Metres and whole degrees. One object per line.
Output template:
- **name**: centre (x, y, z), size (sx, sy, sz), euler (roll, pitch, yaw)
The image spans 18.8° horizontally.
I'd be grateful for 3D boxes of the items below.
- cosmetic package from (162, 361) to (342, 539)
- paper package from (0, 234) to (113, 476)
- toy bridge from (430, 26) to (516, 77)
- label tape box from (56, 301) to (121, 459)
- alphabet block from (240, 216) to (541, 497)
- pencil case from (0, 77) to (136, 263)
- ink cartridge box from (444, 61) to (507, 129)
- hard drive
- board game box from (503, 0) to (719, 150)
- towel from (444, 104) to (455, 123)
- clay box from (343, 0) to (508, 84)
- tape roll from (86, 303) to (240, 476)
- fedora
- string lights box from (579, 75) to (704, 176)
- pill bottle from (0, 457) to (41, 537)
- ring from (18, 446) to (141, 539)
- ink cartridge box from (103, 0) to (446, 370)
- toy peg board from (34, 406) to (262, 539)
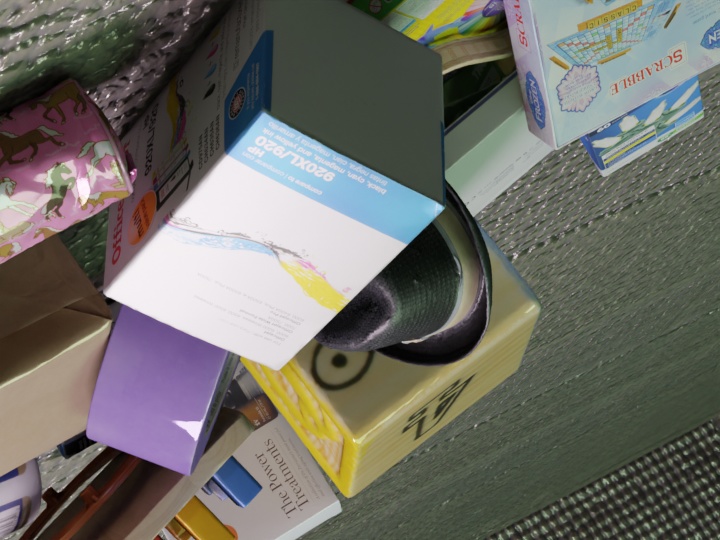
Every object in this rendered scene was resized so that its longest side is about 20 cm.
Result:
- **cosmetic package**: centre (-0.130, 0.167, 1.956), size (0.150, 0.201, 0.052), euler (-32, 163, -6)
- **paper package**: centre (-0.282, 0.076, 1.577), size (0.190, 0.104, 0.200), euler (-27, 162, -19)
- **toy bridge**: centre (0.039, -0.130, 1.551), size (0.199, 0.027, 0.067), euler (-26, 164, -22)
- **label tape box**: centre (-0.179, 0.067, 1.819), size (0.199, 0.064, 0.144), euler (-29, 164, -13)
- **alphabet block**: centre (0.014, 0.044, 1.853), size (0.199, 0.196, 0.197), euler (-35, 164, -13)
- **pencil case**: centre (-0.237, -0.040, 1.360), size (0.199, 0.083, 0.087), euler (-32, 166, -8)
- **ink cartridge box**: centre (0.122, -0.165, 1.722), size (0.199, 0.060, 0.104), euler (-26, 165, -22)
- **hard drive**: centre (0.100, -0.092, 1.683), size (0.132, 0.025, 0.200), euler (-40, 168, -4)
- **board game box**: centre (0.193, -0.216, 1.551), size (0.199, 0.041, 0.201), euler (-27, 126, -18)
- **towel**: centre (0.019, -0.065, 1.751), size (0.199, 0.086, 0.018), euler (-36, 129, -19)
- **clay box**: centre (0.039, -0.178, 1.548), size (0.115, 0.048, 0.200), euler (-38, 165, 20)
- **tape roll**: centre (-0.130, 0.044, 1.615), size (0.200, 0.084, 0.202), euler (20, 90, -89)
- **fedora**: centre (0.000, 0.000, 1.585), size (0.091, 0.201, 0.201), euler (-27, 164, -39)
- **string lights box**: centre (0.215, -0.144, 1.742), size (0.102, 0.059, 0.200), euler (-31, 167, 5)
- **pill bottle**: centre (-0.362, 0.183, 1.721), size (0.199, 0.112, 0.111), euler (-20, 160, -38)
- **ring**: centre (-0.236, 0.186, 1.779), size (0.200, 0.019, 0.201), euler (-44, -171, 9)
- **ink cartridge box**: centre (-0.058, -0.063, 1.428), size (0.144, 0.148, 0.200), euler (25, 131, -25)
- **toy peg board**: centre (-0.160, 0.211, 1.759), size (0.199, 0.098, 0.200), euler (-46, -164, -13)
